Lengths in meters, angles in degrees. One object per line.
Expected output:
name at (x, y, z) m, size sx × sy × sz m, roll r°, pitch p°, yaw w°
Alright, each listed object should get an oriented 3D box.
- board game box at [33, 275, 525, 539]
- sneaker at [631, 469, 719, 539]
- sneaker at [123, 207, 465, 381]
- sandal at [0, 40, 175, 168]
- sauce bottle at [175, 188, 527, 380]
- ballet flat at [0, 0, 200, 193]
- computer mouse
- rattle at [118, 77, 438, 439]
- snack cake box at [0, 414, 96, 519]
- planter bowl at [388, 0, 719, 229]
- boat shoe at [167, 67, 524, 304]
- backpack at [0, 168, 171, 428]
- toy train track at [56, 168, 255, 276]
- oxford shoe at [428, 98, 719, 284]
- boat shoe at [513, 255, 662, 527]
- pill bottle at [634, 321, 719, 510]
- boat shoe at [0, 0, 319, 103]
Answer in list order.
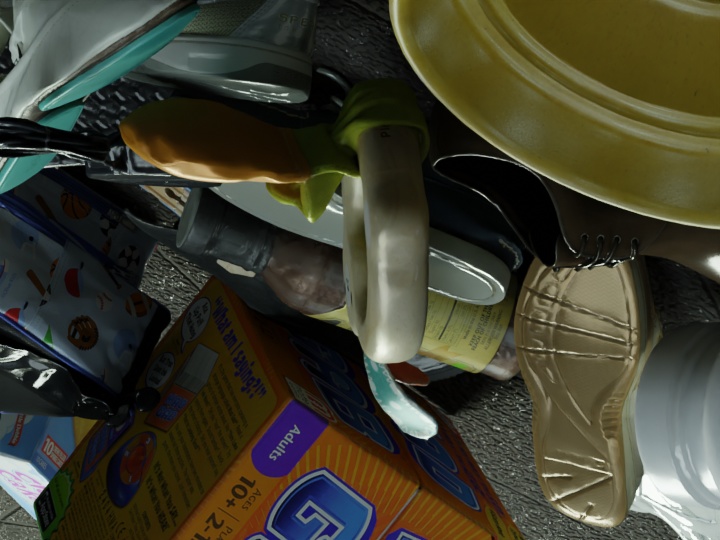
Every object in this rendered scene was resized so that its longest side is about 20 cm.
board game box at (-0.050, 0.159, 1.435) m, size 0.199 × 0.200 × 0.200 m, roll 35°, pitch -170°, yaw -25°
sneaker at (0.220, 0.137, 1.374) m, size 0.199 × 0.075 × 0.099 m, roll 32°, pitch 157°, yaw -17°
sneaker at (-0.030, 0.000, 1.346) m, size 0.199 × 0.060 × 0.104 m, roll 18°, pitch 161°, yaw 30°
sandal at (-0.148, -0.089, 1.254) m, size 0.198 × 0.076 × 0.045 m, roll 10°, pitch -160°, yaw 0°
sauce bottle at (0.000, 0.000, 1.275) m, size 0.199 × 0.065 × 0.065 m, roll 20°, pitch 159°, yaw -13°
ballet flat at (-0.144, -0.099, 1.099) m, size 0.069 × 0.070 × 0.200 m, roll 31°, pitch 146°, yaw -17°
computer mouse at (-0.117, -0.061, 1.097) m, size 0.058 × 0.034 × 0.200 m, roll 2°, pitch 178°, yaw 21°
rattle at (-0.030, 0.006, 1.123) m, size 0.201 × 0.142 × 0.131 m, roll 99°, pitch 149°, yaw -58°
snack cake box at (-0.198, 0.127, 1.728) m, size 0.067 × 0.116 × 0.200 m, roll 11°, pitch 155°, yaw 29°
planter bowl at (0.117, -0.104, 0.936) m, size 0.199 × 0.084 × 0.201 m, roll 20°, pitch 157°, yaw 9°
boat shoe at (-0.006, -0.051, 1.206) m, size 0.199 × 0.062 × 0.075 m, roll 24°, pitch 156°, yaw -1°
backpack at (-0.228, 0.007, 1.447) m, size 0.199 × 0.155 × 0.190 m, roll -11°, pitch 148°, yaw 45°
toy train track at (-0.137, -0.059, 1.301) m, size 0.199 × 0.033 × 0.115 m, roll 37°, pitch 145°, yaw 4°
oxford shoe at (0.117, -0.026, 1.112) m, size 0.199 × 0.085 × 0.073 m, roll 26°, pitch 156°, yaw -8°
boat shoe at (0.127, 0.043, 1.266) m, size 0.073 × 0.069 × 0.201 m, roll 18°, pitch 134°, yaw 22°
pill bottle at (0.240, 0.075, 1.165) m, size 0.199 × 0.116 × 0.116 m, roll -1°, pitch 147°, yaw 46°
boat shoe at (-0.102, -0.126, 1.154) m, size 0.201 × 0.065 × 0.074 m, roll 13°, pitch 179°, yaw 39°
